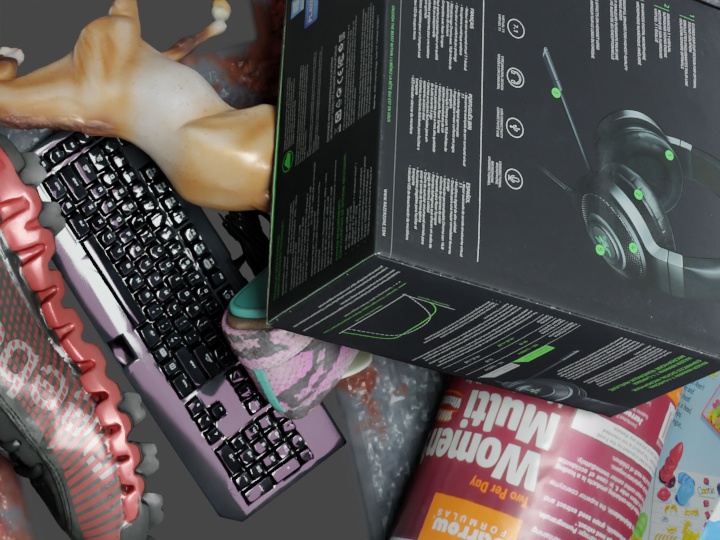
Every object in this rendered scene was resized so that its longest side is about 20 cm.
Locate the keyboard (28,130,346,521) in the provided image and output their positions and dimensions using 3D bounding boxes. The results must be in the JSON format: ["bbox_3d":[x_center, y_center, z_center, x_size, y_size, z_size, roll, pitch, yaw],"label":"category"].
[{"bbox_3d":[-0.071,0.010,0.988,0.104,0.040,0.201,-37,103,-21],"label":"keyboard"}]

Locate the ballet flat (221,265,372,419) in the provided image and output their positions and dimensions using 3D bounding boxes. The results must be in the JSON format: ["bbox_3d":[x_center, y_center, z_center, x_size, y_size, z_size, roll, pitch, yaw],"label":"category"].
[{"bbox_3d":[0.000,0.000,0.992,0.200,0.069,0.072,-51,135,-47],"label":"ballet flat"}]

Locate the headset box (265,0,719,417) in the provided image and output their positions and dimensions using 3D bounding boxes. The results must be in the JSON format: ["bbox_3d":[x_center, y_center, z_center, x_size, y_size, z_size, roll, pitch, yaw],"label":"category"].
[{"bbox_3d":[0.070,-0.046,0.918,0.198,0.093,0.176,15,64,-28],"label":"headset box"}]

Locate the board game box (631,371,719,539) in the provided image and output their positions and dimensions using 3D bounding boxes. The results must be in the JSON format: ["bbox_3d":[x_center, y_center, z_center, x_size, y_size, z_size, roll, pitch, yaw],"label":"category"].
[{"bbox_3d":[0.191,0.117,1.038,0.102,0.105,0.201,26,94,-22],"label":"board game box"}]

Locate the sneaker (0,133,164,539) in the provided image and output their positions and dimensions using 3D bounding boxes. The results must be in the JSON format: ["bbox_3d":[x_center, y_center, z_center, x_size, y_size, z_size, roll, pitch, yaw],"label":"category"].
[{"bbox_3d":[-0.157,0.046,0.928,0.097,0.071,0.202,-25,95,-24],"label":"sneaker"}]

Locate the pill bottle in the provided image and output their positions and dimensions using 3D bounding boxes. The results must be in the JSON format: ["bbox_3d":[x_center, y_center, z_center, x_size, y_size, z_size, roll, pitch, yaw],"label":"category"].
[{"bbox_3d":[0.075,0.118,1.010,0.109,0.109,0.202,27,76,-21],"label":"pill bottle"}]

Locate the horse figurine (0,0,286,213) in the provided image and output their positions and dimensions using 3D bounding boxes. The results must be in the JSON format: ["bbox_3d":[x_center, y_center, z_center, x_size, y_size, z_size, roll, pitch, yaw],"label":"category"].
[{"bbox_3d":[-0.071,-0.075,0.951,0.199,0.050,0.133,32,51,13],"label":"horse figurine"}]
